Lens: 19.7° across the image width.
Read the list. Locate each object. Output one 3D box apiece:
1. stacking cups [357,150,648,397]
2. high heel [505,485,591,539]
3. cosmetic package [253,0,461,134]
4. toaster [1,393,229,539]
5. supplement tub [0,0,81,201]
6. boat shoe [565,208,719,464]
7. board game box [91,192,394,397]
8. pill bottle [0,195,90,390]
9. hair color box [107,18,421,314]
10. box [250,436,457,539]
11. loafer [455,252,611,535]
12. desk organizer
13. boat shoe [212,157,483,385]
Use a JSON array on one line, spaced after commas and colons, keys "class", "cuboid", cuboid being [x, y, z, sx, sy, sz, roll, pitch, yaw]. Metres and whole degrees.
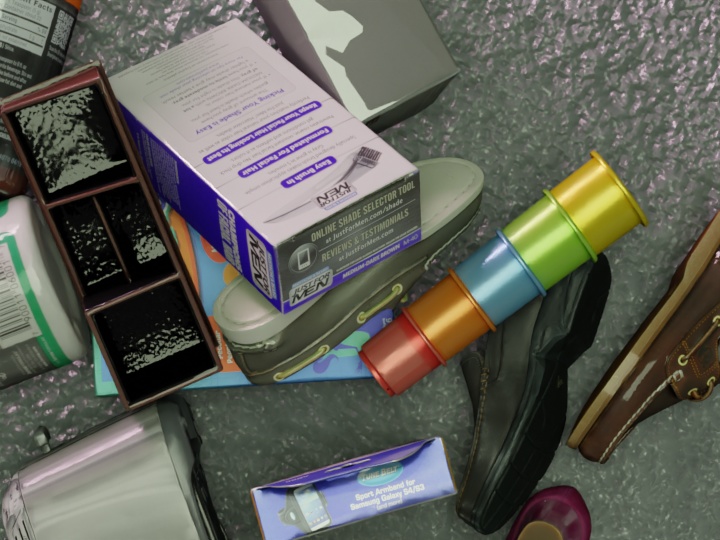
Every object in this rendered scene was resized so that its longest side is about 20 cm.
[{"class": "stacking cups", "cuboid": [0.089, 0.008, 1.324, 0.200, 0.061, 0.061, -38, 89, 5]}, {"class": "high heel", "cuboid": [0.096, 0.235, 1.366, 0.067, 0.096, 0.201, 21, 105, 13]}, {"class": "cosmetic package", "cuboid": [-0.023, -0.186, 1.348, 0.090, 0.107, 0.200, -31, 90, -10]}, {"class": "toaster", "cuboid": [-0.144, 0.184, 1.317, 0.129, 0.114, 0.201, -20, 93, 0]}, {"class": "supplement tub", "cuboid": [-0.241, -0.152, 1.337, 0.107, 0.107, 0.201, 16, 85, -2]}, {"class": "boat shoe", "cuboid": [0.214, 0.050, 1.363, 0.070, 0.070, 0.200, 36, 85, 4]}, {"class": "board game box", "cuboid": [-0.079, 0.002, 1.365, 0.199, 0.045, 0.153, -4, 86, -3]}, {"class": "pill bottle", "cuboid": [-0.283, 0.037, 1.315, 0.199, 0.113, 0.114, -20, 87, 1]}, {"class": "hair color box", "cuboid": [-0.064, -0.069, 1.297, 0.109, 0.065, 0.200, -28, 47, -23]}, {"class": "box", "cuboid": [-0.007, 0.137, 1.281, 0.119, 0.200, 0.042, -16, 87, -3]}, {"class": "loafer", "cuboid": [0.099, 0.074, 1.363, 0.072, 0.073, 0.201, 17, 77, 26]}, {"class": "desk organizer", "cuboid": [-0.153, -0.021, 1.276, 0.071, 0.077, 0.201, -23, 103, -4]}, {"class": "boat shoe", "cuboid": [-0.002, -0.001, 1.317, 0.201, 0.072, 0.060, -34, 130, -18]}]
